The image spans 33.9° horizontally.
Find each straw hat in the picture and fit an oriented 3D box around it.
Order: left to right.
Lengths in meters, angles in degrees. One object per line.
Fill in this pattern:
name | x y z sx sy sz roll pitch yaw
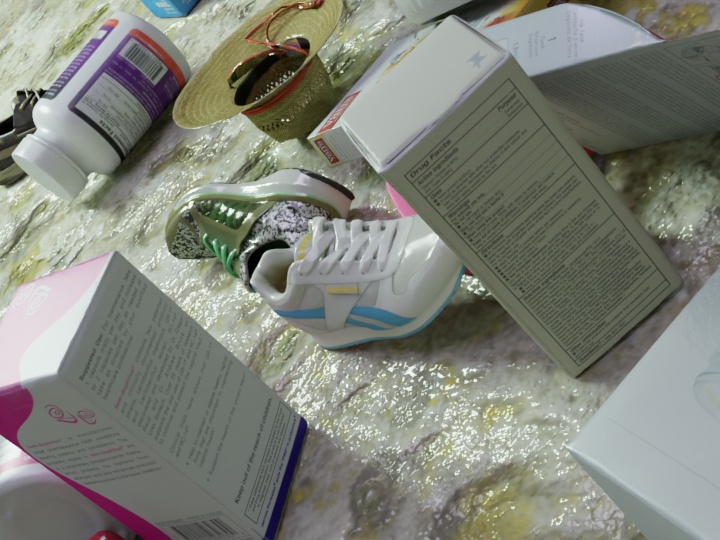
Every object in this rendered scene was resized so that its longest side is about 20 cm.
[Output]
straw hat | -0.070 -0.169 1.090 0.201 0.085 0.201 -26 33 19

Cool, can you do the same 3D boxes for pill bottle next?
pill bottle | -0.215 0.115 0.906 0.113 0.113 0.200 -29 36 21
pill bottle | -0.288 -0.177 1.302 0.111 0.111 0.200 15 65 52

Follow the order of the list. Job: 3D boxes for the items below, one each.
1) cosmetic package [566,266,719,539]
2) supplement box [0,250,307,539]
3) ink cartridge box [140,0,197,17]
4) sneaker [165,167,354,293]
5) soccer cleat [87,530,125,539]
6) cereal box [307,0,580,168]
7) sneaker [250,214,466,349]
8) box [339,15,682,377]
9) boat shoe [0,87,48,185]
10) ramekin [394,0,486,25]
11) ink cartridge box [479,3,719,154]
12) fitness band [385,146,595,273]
cosmetic package | 0.232 0.070 0.483 0.200 0.123 0.199 -49 34 -6
supplement box | -0.142 0.094 0.774 0.101 0.200 0.103 -16 43 35
ink cartridge box | -0.262 -0.439 1.477 0.084 0.200 0.145 15 65 53
sneaker | -0.098 -0.024 0.980 0.200 0.077 0.089 -13 53 41
soccer cleat | -0.168 0.253 0.758 0.076 0.067 0.200 -41 36 13
cereal box | 0.061 -0.156 0.931 0.200 0.040 0.144 -13 32 50
sneaker | 0.000 0.000 0.803 0.200 0.081 0.077 -25 38 49
box | 0.089 -0.039 0.677 0.095 0.200 0.078 -41 34 4
boat shoe | -0.403 -0.187 1.466 0.200 0.073 0.075 -38 34 9
ramekin | 0.101 -0.274 0.945 0.200 0.105 0.200 -21 7 3
ink cartridge box | 0.188 -0.123 0.704 0.200 0.162 0.057 -14 72 40
fitness band | 0.090 -0.078 0.867 0.144 0.037 0.200 -39 33 8
